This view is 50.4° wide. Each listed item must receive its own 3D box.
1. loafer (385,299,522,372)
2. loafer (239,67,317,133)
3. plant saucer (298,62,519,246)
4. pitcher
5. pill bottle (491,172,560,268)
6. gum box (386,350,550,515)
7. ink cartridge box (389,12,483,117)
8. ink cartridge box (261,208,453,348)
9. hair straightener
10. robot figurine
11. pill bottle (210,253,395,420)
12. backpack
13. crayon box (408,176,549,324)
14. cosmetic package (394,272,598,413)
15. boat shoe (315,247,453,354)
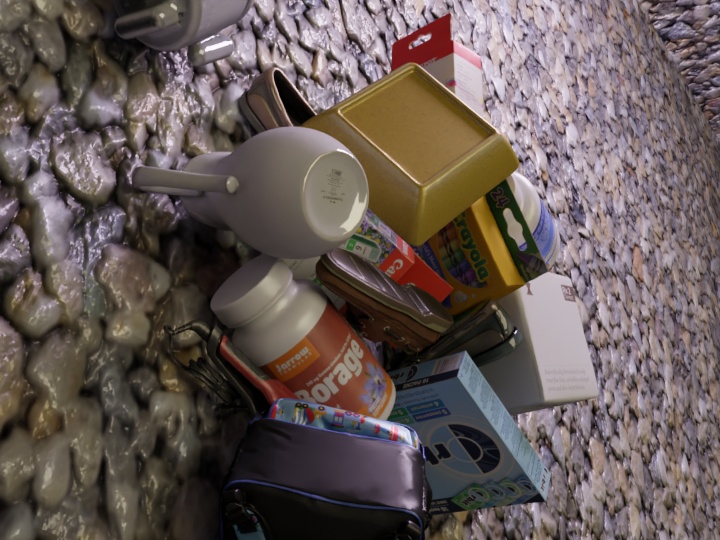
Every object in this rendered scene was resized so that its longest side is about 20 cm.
[{"bbox_3d":[0.091,0.093,0.903,0.063,0.198,0.072,59,25,-9],"label":"loafer"},{"bbox_3d":[-0.057,-0.149,0.900,0.200,0.063,0.072,46,42,-8],"label":"loafer"},{"bbox_3d":[0.059,-0.151,0.862,0.200,0.049,0.199,43,57,17],"label":"plant saucer"},{"bbox_3d":[-0.105,-0.076,0.725,0.170,0.199,0.123,0,96,-44],"label":"pitcher"},{"bbox_3d":[0.191,-0.065,1.011,0.200,0.111,0.114,37,45,-58],"label":"pill bottle"},{"bbox_3d":[0.098,0.196,0.885,0.201,0.169,0.045,54,39,-20],"label":"gum box"},{"bbox_3d":[0.101,-0.223,1.022,0.067,0.115,0.203,15,70,-43],"label":"ink cartridge box"},{"bbox_3d":[0.000,0.000,0.853,0.200,0.109,0.050,41,16,-11],"label":"ink cartridge box"},{"bbox_3d":[-0.116,0.120,0.719,0.200,0.077,0.041,45,25,-23],"label":"hair straightener"},{"bbox_3d":[-0.181,-0.301,0.802,0.200,0.112,0.172,-51,135,-50],"label":"robot figurine"},{"bbox_3d":[-0.059,0.084,0.782,0.201,0.111,0.113,53,39,-22],"label":"pill bottle"},{"bbox_3d":[-0.036,0.239,0.683,0.135,0.180,0.202,-79,178,-60],"label":"backpack"},{"bbox_3d":[0.107,-0.010,0.911,0.051,0.199,0.127,-2,65,-52],"label":"crayon box"},{"bbox_3d":[0.171,0.106,0.997,0.164,0.198,0.167,7,68,-50],"label":"cosmetic package"},{"bbox_3d":[0.019,0.043,0.796,0.199,0.068,0.072,29,20,-41],"label":"boat shoe"}]
